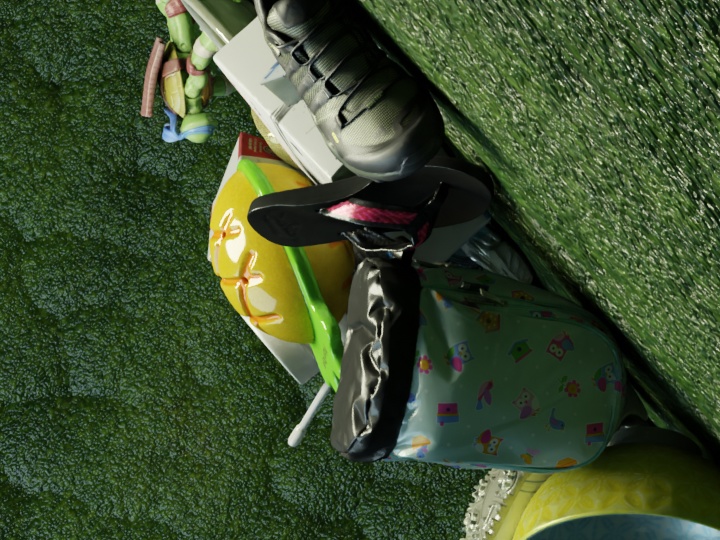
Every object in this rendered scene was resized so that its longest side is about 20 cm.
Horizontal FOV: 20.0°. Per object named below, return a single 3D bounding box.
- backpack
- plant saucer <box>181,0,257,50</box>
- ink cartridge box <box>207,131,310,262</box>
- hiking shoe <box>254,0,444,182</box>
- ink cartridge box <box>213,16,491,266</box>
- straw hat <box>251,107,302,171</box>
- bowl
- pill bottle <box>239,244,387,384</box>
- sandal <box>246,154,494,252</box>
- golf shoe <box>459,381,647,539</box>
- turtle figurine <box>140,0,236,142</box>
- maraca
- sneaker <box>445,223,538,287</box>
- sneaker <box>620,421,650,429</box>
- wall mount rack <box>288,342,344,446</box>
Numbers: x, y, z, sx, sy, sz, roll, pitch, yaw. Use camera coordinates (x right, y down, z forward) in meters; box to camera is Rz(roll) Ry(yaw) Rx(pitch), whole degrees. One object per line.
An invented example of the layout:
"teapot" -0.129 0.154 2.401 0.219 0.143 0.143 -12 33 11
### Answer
"backpack" 0.089 0.078 1.468 0.199 0.168 0.127 8 -166 -13
"plant saucer" -0.096 -0.210 2.001 0.200 0.050 0.200 49 178 2
"ink cartridge box" -0.029 -0.036 1.823 0.199 0.083 0.147 20 -161 -10
"hiking shoe" -0.021 -0.134 1.327 0.200 0.076 0.101 48 -178 42
"ink cartridge box" -0.007 -0.103 1.559 0.200 0.086 0.147 45 176 45
"straw hat" -0.046 -0.135 1.792 0.201 0.085 0.201 48 179 1
"bowl" 0.213 0.182 1.512 0.200 0.199 0.108 50 -140 -44
"pill bottle" 0.000 0.000 1.695 0.111 0.200 0.111 49 177 3
"sandal" 0.007 -0.035 1.432 0.075 0.199 0.045 46 -136 -42
"golf shoe" 0.156 0.156 1.581 0.097 0.200 0.078 39 159 -9
"turtle figurine" -0.152 -0.248 2.202 0.144 0.199 0.195 -10 -102 -60
"maraca" -0.051 0.005 1.563 0.137 0.106 0.201 84 160 -69
"sneaker" 0.105 0.033 1.663 0.078 0.086 0.200 47 178 41
"sneaker" 0.221 0.186 1.747 0.200 0.114 0.076 51 176 -13
"wall mount rack" 0.036 0.109 1.680 0.199 0.075 0.173 10 167 -29
